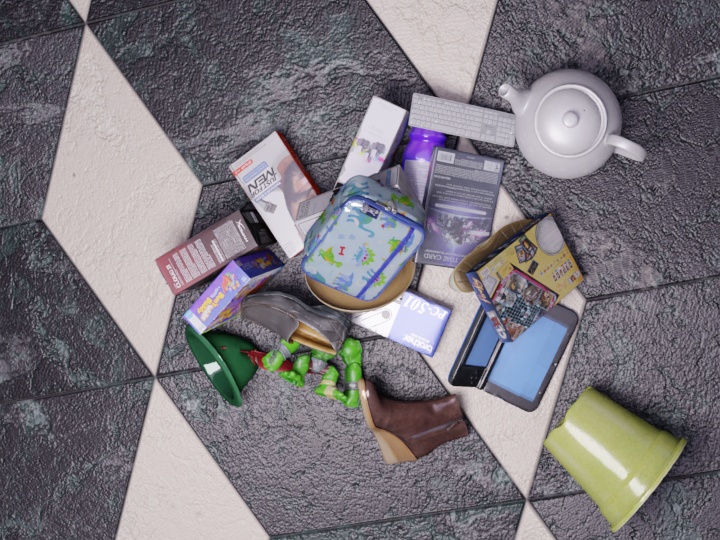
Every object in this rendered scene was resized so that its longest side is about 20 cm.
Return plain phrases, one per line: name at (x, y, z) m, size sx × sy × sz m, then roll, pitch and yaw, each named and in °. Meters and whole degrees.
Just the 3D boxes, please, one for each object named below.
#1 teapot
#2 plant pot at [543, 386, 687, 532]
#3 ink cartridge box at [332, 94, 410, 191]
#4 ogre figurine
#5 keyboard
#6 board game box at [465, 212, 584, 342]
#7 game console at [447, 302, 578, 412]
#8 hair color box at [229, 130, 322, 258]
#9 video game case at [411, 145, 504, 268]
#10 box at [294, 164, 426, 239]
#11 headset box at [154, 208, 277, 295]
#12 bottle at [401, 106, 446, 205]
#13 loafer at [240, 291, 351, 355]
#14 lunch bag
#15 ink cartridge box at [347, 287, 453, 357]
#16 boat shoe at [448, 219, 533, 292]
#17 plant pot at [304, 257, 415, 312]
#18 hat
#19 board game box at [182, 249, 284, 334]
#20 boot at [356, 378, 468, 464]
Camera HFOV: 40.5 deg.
teapot at (0.354, -0.246, 1.641) m, size 0.197 × 0.146 × 0.201 m, roll -20°, pitch 92°, yaw 9°
plant pot at (0.421, 0.307, 1.667) m, size 0.184 × 0.200 × 0.202 m, roll 39°, pitch 99°, yaw 15°
ink cartridge box at (0.018, -0.197, 1.711) m, size 0.067 × 0.115 × 0.203 m, roll 25°, pitch 99°, yaw 6°
ogre figurine at (-0.072, 0.157, 1.749) m, size 0.197 × 0.098 × 0.122 m, roll 19°, pitch 70°, yaw -3°
keyboard at (0.180, -0.261, 1.696) m, size 0.196 × 0.011 × 0.057 m, roll 10°, pitch 84°, yaw -13°
board game box at (0.281, 0.011, 1.656) m, size 0.199 × 0.034 × 0.137 m, roll -35°, pitch 101°, yaw -29°
game console at (0.267, 0.135, 1.704) m, size 0.117 × 0.170 × 0.203 m, roll 28°, pitch 99°, yaw 32°
hair color box at (-0.136, -0.137, 1.766) m, size 0.110 × 0.064 × 0.201 m, roll -35°, pitch 90°, yaw 9°
video game case at (0.172, -0.105, 1.708) m, size 0.141 × 0.019 × 0.204 m, roll 8°, pitch 98°, yaw -25°
box at (0.000, -0.088, 1.654) m, size 0.197 × 0.061 × 0.117 m, roll -20°, pitch 126°, yaw 21°
headset box at (-0.264, -0.031, 1.751) m, size 0.198 × 0.149 × 0.078 m, roll -31°, pitch 89°, yaw 9°
bottle at (0.113, -0.186, 1.722) m, size 0.082 × 0.065 × 0.204 m, roll 6°, pitch 95°, yaw 4°
loafer at (-0.116, 0.091, 1.677) m, size 0.196 × 0.073 × 0.074 m, roll 11°, pitch 135°, yaw 6°
lunch bag at (0.007, -0.049, 1.595) m, size 0.159 × 0.083 × 0.200 m, roll 26°, pitch 129°, yaw -20°
ink cartridge box at (0.059, 0.072, 1.762) m, size 0.197 × 0.044 × 0.095 m, roll 23°, pitch 99°, yaw 6°
boat shoe at (0.233, -0.026, 1.703) m, size 0.198 × 0.066 × 0.075 m, roll -29°, pitch 91°, yaw -20°
plant pot at (0.000, 0.000, 1.719) m, size 0.196 × 0.202 × 0.028 m, roll 1°, pitch 139°, yaw 8°
hat at (-0.201, 0.140, 1.803) m, size 0.175 × 0.165 × 0.202 m, roll -35°, pitch 114°, yaw -22°
board game box at (-0.220, 0.034, 1.719) m, size 0.045 × 0.200 × 0.135 m, roll 44°, pitch 104°, yaw 4°
boot at (0.092, 0.247, 1.739) m, size 0.164 × 0.073 × 0.202 m, roll -22°, pitch 119°, yaw 4°
